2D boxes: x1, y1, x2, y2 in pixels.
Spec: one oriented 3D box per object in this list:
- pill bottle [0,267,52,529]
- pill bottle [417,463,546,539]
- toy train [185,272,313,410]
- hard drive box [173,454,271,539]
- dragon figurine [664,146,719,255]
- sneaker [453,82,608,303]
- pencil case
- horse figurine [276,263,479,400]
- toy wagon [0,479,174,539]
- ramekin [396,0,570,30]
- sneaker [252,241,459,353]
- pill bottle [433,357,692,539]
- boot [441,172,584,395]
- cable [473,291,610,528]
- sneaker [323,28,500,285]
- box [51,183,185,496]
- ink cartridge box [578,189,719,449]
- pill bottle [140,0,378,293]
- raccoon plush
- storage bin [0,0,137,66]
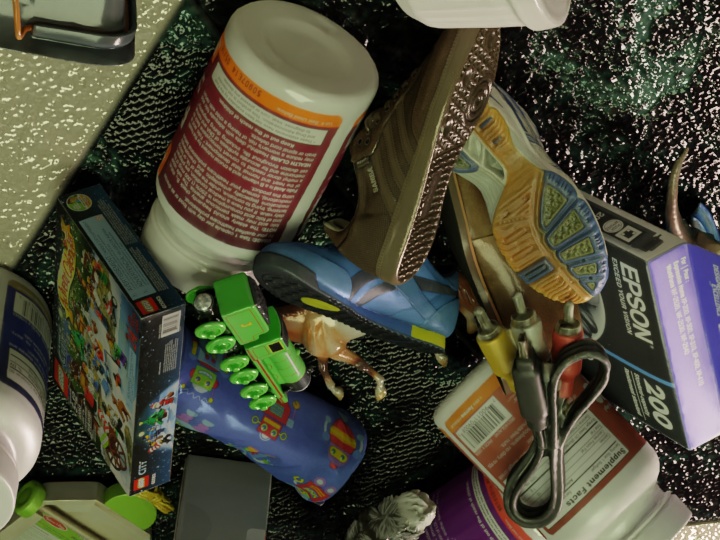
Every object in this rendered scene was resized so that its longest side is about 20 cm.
[{"bbox_3d":[-0.296,0.100,1.480,0.119,0.200,0.120,-2,130,-2],"label":"pill bottle"},{"bbox_3d":[0.092,0.235,1.678,0.200,0.113,0.112,-39,122,25],"label":"pill bottle"},{"bbox_3d":[-0.079,0.054,1.457,0.056,0.042,0.200,-19,155,4],"label":"toy train"},{"bbox_3d":[-0.129,0.283,1.671,0.076,0.156,0.200,8,130,-4],"label":"hard drive box"},{"bbox_3d":[0.253,-0.011,1.514,0.059,0.099,0.200,-25,114,6],"label":"dragon figurine"},{"bbox_3d":[0.117,-0.071,1.413,0.075,0.088,0.200,-29,104,24],"label":"sneaker"},{"bbox_3d":[-0.090,0.115,1.589,0.200,0.078,0.087,31,161,-27],"label":"pencil case"},{"bbox_3d":[0.010,0.041,1.551,0.200,0.050,0.133,-26,129,20],"label":"horse figurine"},{"bbox_3d":[-0.238,0.234,1.701,0.200,0.040,0.155,-37,123,23],"label":"toy wagon"},{"bbox_3d":[0.065,-0.243,1.232,0.094,0.203,0.203,-8,131,18],"label":"ramekin"},{"bbox_3d":[0.000,0.000,1.435,0.066,0.079,0.200,8,169,44],"label":"sneaker"},{"bbox_3d":[0.161,0.148,1.555,0.200,0.112,0.112,46,120,6],"label":"pill bottle"},{"bbox_3d":[0.108,-0.013,1.475,0.075,0.074,0.201,-20,101,1],"label":"boot"},{"bbox_3d":[0.141,0.104,1.457,0.097,0.050,0.200,-2,128,12],"label":"cable"},{"bbox_3d":[0.029,-0.091,1.338,0.075,0.070,0.201,27,109,21],"label":"sneaker"},{"bbox_3d":[-0.185,0.054,1.481,0.038,0.137,0.200,-20,141,-27],"label":"box"},{"bbox_3d":[0.212,0.040,1.481,0.043,0.200,0.199,-39,132,-22],"label":"ink cartridge box"},{"bbox_3d":[-0.077,-0.081,1.402,0.114,0.114,0.200,18,126,-18],"label":"pill bottle"},{"bbox_3d":[0.011,0.278,1.638,0.200,0.097,0.134,-31,144,17],"label":"raccoon plush"},{"bbox_3d":[-0.231,-0.225,1.265,0.199,0.146,0.135,9,118,-12],"label":"storage bin"}]
